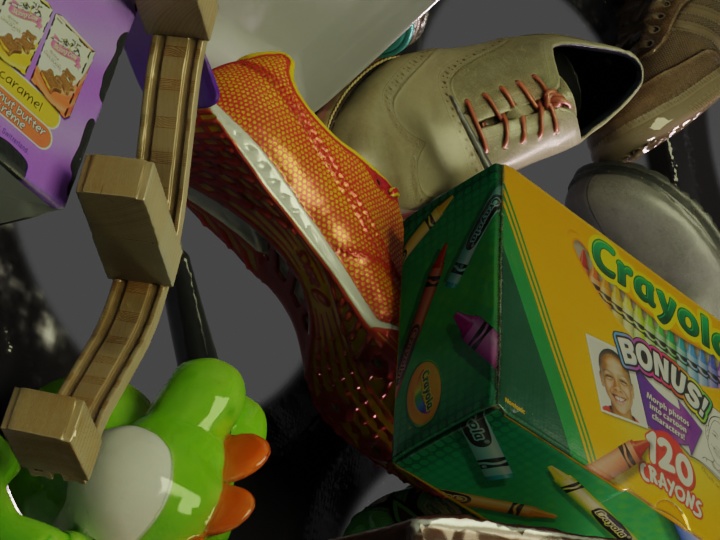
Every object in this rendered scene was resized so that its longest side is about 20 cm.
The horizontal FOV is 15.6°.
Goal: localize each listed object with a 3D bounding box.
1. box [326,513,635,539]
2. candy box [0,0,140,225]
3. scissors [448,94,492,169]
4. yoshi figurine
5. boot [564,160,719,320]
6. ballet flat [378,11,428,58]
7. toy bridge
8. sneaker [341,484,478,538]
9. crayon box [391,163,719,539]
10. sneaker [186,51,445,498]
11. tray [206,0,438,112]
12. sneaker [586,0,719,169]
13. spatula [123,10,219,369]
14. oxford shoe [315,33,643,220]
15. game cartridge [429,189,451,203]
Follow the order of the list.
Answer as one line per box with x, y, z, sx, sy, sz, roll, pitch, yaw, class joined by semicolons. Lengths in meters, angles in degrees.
0.047;0.198;0.916;0.163;0.166;0.201;9;76;-26;box
-0.153;-0.141;0.933;0.168;0.071;0.201;43;50;-35;candy box
0.087;0.015;1.138;0.201;0.014;0.073;65;21;3;scissors
-0.114;0.108;0.917;0.112;0.113;0.200;34;60;10;yoshi figurine
0.136;0.059;1.238;0.132;0.070;0.201;-45;111;-41;boot
-0.037;-0.174;1.095;0.200;0.068;0.076;40;40;-33;ballet flat
-0.081;-0.017;0.925;0.067;0.027;0.201;77;23;-59;toy bridge
0.035;0.187;1.081;0.085;0.078;0.201;-5;75;-44;sneaker
0.101;0.061;1.048;0.200;0.058;0.119;34;43;-32;crayon box
0.000;0.000;1.061;0.077;0.073;0.201;-38;103;-39;sneaker
0.006;-0.145;1.052;0.107;0.200;0.022;26;31;-45;tray
0.151;-0.114;1.317;0.076;0.070;0.200;52;38;-1;sneaker
-0.070;-0.024;1.016;0.020;0.056;0.201;-14;104;-36;spatula
0.053;-0.072;1.162;0.200;0.075;0.071;-29;103;-50;oxford shoe
0.085;0.064;1.137;0.133;0.041;0.201;16;52;-60;game cartridge
